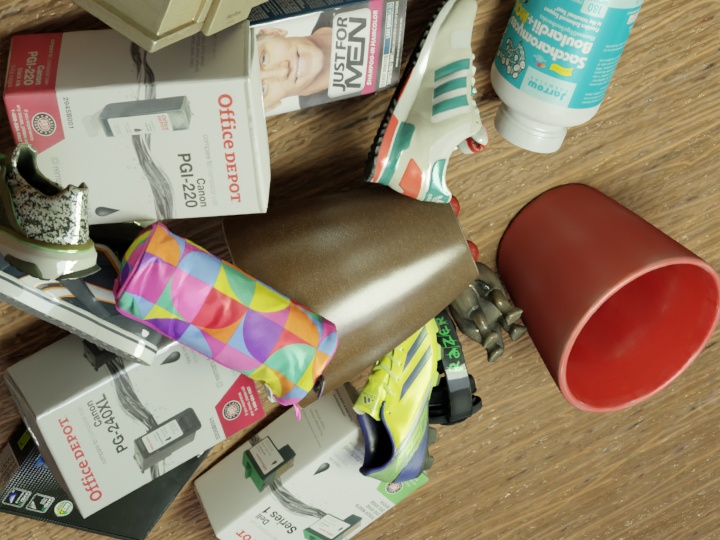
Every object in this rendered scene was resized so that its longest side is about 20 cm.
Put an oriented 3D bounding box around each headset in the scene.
[{"bbox_3d":[0.069,0.111,1.867,0.093,0.124,0.200,-16,159,-7],"label":"headset"}]

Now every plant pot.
[{"bbox_3d":[0.000,0.000,1.632,0.199,0.188,0.187,-24,138,2],"label":"plant pot"},{"bbox_3d":[0.245,0.017,1.853,0.199,0.178,0.202,-19,134,-20],"label":"plant pot"}]

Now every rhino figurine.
[{"bbox_3d":[0.126,0.045,1.841,0.060,0.088,0.200,-37,164,-4],"label":"rhino figurine"}]

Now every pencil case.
[{"bbox_3d":[-0.112,0.040,1.494,0.199,0.089,0.089,32,108,-13],"label":"pencil case"}]

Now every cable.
[{"bbox_3d":[-0.257,-0.038,1.575,0.198,0.051,0.097,7,139,-24],"label":"cable"}]

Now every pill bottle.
[{"bbox_3d":[0.188,-0.212,1.663,0.110,0.111,0.201,-3,127,-33],"label":"pill bottle"}]

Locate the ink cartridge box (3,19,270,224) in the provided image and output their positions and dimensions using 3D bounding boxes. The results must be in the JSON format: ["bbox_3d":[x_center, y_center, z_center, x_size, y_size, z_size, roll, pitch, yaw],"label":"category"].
[{"bbox_3d":[-0.178,-0.118,1.457,0.198,0.085,0.146,-5,133,0],"label":"ink cartridge box"}]

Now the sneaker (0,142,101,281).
[{"bbox_3d":[-0.279,-0.065,1.420,0.077,0.199,0.089,-13,122,-57],"label":"sneaker"}]

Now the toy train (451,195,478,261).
[{"bbox_3d":[0.031,-0.067,1.713,0.115,0.085,0.201,-23,138,3],"label":"toy train"}]

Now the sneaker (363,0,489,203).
[{"bbox_3d":[0.078,-0.151,1.604,0.070,0.093,0.201,129,-14,-72],"label":"sneaker"}]

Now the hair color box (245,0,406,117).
[{"bbox_3d":[-0.062,-0.193,1.544,0.199,0.061,0.101,-15,133,-23],"label":"hair color box"}]

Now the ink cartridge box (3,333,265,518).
[{"bbox_3d":[-0.204,0.113,1.631,0.199,0.083,0.146,-29,134,-14],"label":"ink cartridge box"}]

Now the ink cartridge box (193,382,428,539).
[{"bbox_3d":[-0.052,0.222,1.879,0.200,0.085,0.146,-38,136,8],"label":"ink cartridge box"}]

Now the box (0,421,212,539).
[{"bbox_3d":[-0.238,0.166,1.744,0.192,0.048,0.200,24,110,-41],"label":"box"}]

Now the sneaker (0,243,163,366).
[{"bbox_3d":[-0.256,0.007,1.538,0.199,0.078,0.080,25,81,-8],"label":"sneaker"}]

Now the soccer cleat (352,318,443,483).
[{"bbox_3d":[0.032,0.111,1.768,0.083,0.065,0.202,-1,93,-29],"label":"soccer cleat"}]

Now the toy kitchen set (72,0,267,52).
[{"bbox_3d":[-0.149,-0.300,1.372,0.164,0.180,0.200,-62,168,28],"label":"toy kitchen set"}]
